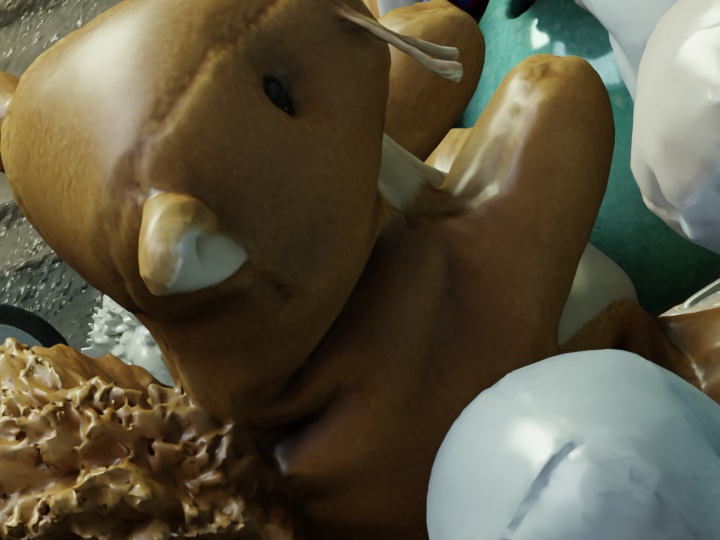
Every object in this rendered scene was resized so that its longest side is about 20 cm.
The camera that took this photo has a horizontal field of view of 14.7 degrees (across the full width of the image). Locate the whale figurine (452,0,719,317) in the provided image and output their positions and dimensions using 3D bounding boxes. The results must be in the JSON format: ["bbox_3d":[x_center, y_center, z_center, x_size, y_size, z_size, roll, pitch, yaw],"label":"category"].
[{"bbox_3d":[0.072,-0.070,0.800,0.159,0.104,0.200,-44,33,20],"label":"whale figurine"}]

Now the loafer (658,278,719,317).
[{"bbox_3d":[0.096,0.036,0.721,0.199,0.072,0.063,-31,30,23],"label":"loafer"}]

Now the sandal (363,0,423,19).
[{"bbox_3d":[-0.001,-0.002,0.780,0.059,0.208,0.079,-14,9,-7],"label":"sandal"}]

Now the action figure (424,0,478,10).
[{"bbox_3d":[0.008,-0.085,0.901,0.065,0.052,0.200,-23,11,11],"label":"action figure"}]

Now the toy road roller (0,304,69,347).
[{"bbox_3d":[-0.195,0.084,0.960,0.123,0.145,0.201,147,143,-70],"label":"toy road roller"}]

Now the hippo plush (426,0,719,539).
[{"bbox_3d":[0.103,0.025,0.566,0.161,0.199,0.159,-61,2,25],"label":"hippo plush"}]

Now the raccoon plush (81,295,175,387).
[{"bbox_3d":[-0.052,0.006,0.955,0.200,0.096,0.135,171,115,-85],"label":"raccoon plush"}]

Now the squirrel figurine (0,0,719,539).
[{"bbox_3d":[-0.021,0.025,0.631,0.200,0.186,0.141,-52,50,3],"label":"squirrel figurine"}]
